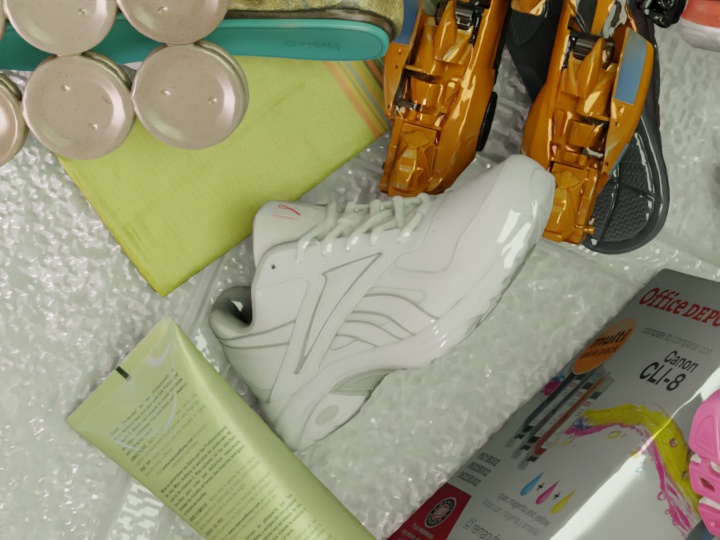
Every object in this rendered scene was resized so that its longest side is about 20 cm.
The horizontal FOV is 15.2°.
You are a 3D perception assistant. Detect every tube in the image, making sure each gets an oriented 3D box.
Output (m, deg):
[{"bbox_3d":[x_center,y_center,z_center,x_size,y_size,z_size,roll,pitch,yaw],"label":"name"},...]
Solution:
[{"bbox_3d":[-0.039,0.112,1.228,0.200,0.052,0.058,43,73,-1],"label":"tube"}]

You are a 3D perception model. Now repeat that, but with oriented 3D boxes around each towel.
[{"bbox_3d":[-0.038,-0.080,1.246,0.200,0.018,0.086,-38,101,-9],"label":"towel"}]

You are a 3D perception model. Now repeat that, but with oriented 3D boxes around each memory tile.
[{"bbox_3d":[-0.151,-0.114,1.149,0.199,0.017,0.154,-4,117,10],"label":"memory tile"}]

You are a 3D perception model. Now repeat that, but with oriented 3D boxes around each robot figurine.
[{"bbox_3d":[0.079,-0.120,1.211,0.144,0.058,0.201,14,101,9],"label":"robot figurine"}]

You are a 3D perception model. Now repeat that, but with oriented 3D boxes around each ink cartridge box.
[{"bbox_3d":[0.143,0.120,1.252,0.200,0.145,0.145,-44,106,-8],"label":"ink cartridge box"}]

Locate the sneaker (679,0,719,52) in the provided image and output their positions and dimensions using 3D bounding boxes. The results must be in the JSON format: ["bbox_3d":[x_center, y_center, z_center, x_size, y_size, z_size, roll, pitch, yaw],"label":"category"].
[{"bbox_3d":[0.217,-0.132,1.235,0.200,0.077,0.082,-1,102,-59],"label":"sneaker"}]

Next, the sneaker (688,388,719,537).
[{"bbox_3d":[0.212,0.121,1.159,0.087,0.074,0.200,-34,110,-10],"label":"sneaker"}]

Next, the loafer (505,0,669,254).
[{"bbox_3d":[0.107,-0.109,1.269,0.072,0.063,0.201,-9,95,16],"label":"loafer"}]

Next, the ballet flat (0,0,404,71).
[{"bbox_3d":[-0.081,-0.126,1.199,0.199,0.071,0.071,-2,97,-1],"label":"ballet flat"}]

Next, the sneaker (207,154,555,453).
[{"bbox_3d":[0.000,0.000,1.193,0.099,0.078,0.200,46,124,-7],"label":"sneaker"}]
